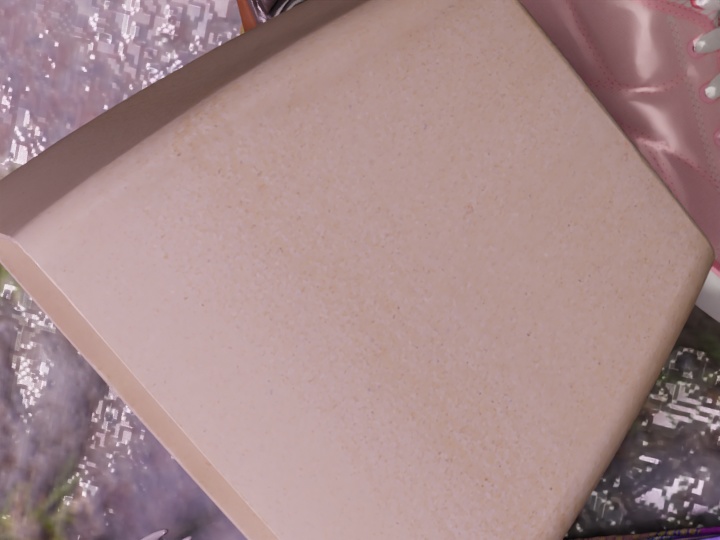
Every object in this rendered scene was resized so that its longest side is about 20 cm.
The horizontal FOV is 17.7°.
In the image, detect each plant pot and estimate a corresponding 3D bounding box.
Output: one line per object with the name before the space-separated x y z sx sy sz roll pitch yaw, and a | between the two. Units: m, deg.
plant pot | 0.000 0.000 0.798 0.177 0.200 0.200 -43 103 -8

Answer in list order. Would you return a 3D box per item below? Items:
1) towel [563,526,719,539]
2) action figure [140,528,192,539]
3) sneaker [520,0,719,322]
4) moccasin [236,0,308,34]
towel | 0.133 0.168 0.875 0.199 0.023 0.145 -11 72 37
action figure | -0.072 0.193 0.954 0.200 0.069 0.130 48 136 9
sneaker | 0.129 -0.066 0.871 0.105 0.075 0.200 -45 79 21
moccasin | -0.009 -0.059 0.916 0.073 0.078 0.202 -23 101 2
